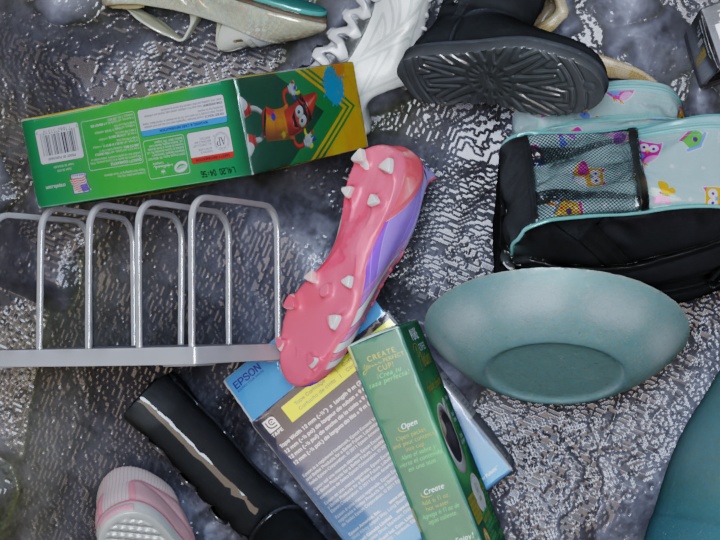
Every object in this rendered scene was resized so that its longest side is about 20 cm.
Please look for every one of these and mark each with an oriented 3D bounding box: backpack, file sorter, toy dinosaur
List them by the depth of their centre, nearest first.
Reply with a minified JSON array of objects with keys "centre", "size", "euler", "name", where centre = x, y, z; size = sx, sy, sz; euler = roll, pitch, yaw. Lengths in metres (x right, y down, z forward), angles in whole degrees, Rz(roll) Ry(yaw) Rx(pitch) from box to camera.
[{"centre":[0.200,-0.050,1.166],"size":[0.199,0.176,0.154],"euler":[0,62,3],"name":"backpack"},{"centre":[-0.175,0.012,1.210],"size":[0.199,0.139,0.125],"euler":[-3,87,27],"name":"file sorter"},{"centre":[0.144,-0.175,1.238],"size":[0.199,0.058,0.101],"euler":[-2,107,15],"name":"toy dinosaur"}]

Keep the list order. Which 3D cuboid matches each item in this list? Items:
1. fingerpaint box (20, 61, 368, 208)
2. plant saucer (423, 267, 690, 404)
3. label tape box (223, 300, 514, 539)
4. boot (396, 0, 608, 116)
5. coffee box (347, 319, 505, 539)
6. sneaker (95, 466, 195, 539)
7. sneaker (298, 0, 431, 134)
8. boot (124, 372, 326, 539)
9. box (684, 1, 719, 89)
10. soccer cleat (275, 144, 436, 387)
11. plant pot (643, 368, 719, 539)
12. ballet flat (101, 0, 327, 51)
[{"centre":[-0.122,-0.101,1.175],"size":[0.199,0.167,0.074],"euler":[-7,97,30],"name":"fingerpaint box"},{"centre":[0.146,0.061,1.170],"size":[0.200,0.201,0.039],"euler":[1,61,7],"name":"plant saucer"},{"centre":[0.008,0.123,1.255],"size":[0.143,0.066,0.200],"euler":[-39,83,7],"name":"label tape box"},{"centre":[0.135,-0.210,1.153],"size":[0.164,0.066,0.200],"euler":[10,54,30],"name":"boot"},{"centre":[0.053,0.136,1.157],"size":[0.044,0.123,0.201],"euler":[-22,89,9],"name":"coffee box"},{"centre":[-0.157,0.244,1.284],"size":[0.075,0.105,0.201],"euler":[-28,118,-1],"name":"sneaker"},{"centre":[0.025,-0.195,1.239],"size":[0.081,0.075,0.200],"euler":[36,105,-3],"name":"sneaker"},{"centre":[-0.102,0.165,1.216],"size":[0.066,0.165,0.200],"euler":[-39,87,-9],"name":"boot"},{"centre":[0.345,-0.194,1.150],"size":[0.199,0.158,0.048],"euler":[-18,88,7],"name":"box"},{"centre":[0.000,0.000,1.199],"size":[0.067,0.076,0.201],"euler":[23,93,41],"name":"soccer cleat"},{"centre":[0.322,0.152,1.162],"size":[0.199,0.200,0.189],"euler":[13,79,6],"name":"plant pot"},{"centre":[-0.120,-0.210,1.262],"size":[0.199,0.067,0.063],"euler":[21,109,14],"name":"ballet flat"}]
